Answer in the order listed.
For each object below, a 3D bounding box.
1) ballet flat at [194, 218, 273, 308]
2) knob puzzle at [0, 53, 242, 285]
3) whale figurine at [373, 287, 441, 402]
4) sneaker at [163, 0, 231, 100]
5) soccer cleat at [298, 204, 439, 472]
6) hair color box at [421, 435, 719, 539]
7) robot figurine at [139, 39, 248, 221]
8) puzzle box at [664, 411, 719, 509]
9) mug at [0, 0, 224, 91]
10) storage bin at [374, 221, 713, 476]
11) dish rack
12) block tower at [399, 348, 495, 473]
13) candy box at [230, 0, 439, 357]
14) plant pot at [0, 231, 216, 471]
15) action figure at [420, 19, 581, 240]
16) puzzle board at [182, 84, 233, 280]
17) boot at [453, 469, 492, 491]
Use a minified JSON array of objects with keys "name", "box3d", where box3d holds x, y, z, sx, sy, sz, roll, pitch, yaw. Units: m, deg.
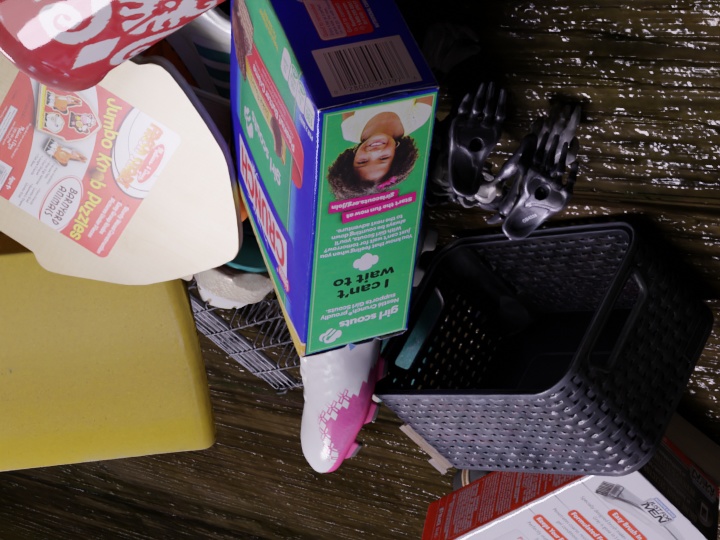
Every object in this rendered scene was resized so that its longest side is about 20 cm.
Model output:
[{"name":"ballet flat","box3d":[-0.094,-0.003,1.347,0.067,0.063,0.200,15,-165,-9]},{"name":"knob puzzle","box3d":[-0.161,-0.069,1.175,0.218,0.031,0.220,9,129,11]},{"name":"whale figurine","box3d":[0.000,0.000,1.324,0.159,0.103,0.201,-118,13,-59]},{"name":"sneaker","box3d":[-0.061,-0.140,1.156,0.200,0.070,0.093,49,156,-27]},{"name":"soccer cleat","box3d":[-0.019,0.033,1.214,0.086,0.201,0.070,16,-170,-18]},{"name":"hair color box","box3d":[0.154,0.189,1.359,0.200,0.064,0.111,-30,117,34]},{"name":"robot figurine","box3d":[-0.148,-0.113,1.254,0.200,0.117,0.144,44,-178,-21]},{"name":"puzzle box","box3d":[0.202,0.147,1.425,0.133,0.025,0.200,38,154,-10]},{"name":"mug","box3d":[-0.111,-0.214,0.971,0.199,0.133,0.178,-22,89,28]},{"name":"storage bin","box3d":[0.118,0.053,1.217,0.094,0.136,0.200,43,153,-28]},{"name":"dish rack","box3d":[-0.071,0.039,1.514,0.153,0.055,0.200,42,155,-17]},{"name":"block tower","box3d":[0.096,0.104,1.430,0.058,0.054,0.200,42,154,-2]},{"name":"candy box","box3d":[-0.022,-0.081,1.064,0.201,0.077,0.169,93,159,-47]},{"name":"plant pot","box3d":[-0.218,0.011,1.369,0.199,0.200,0.177,-5,129,-11]},{"name":"action figure","box3d":[0.072,-0.080,1.088,0.119,0.102,0.200,30,-178,-14]},{"name":"puzzle board","box3d":[-0.187,-0.086,1.202,0.199,0.017,0.151,21,131,2]},{"name":"boot","box3d":[0.180,0.199,1.435,0.199,0.078,0.138,32,149,-5]}]
